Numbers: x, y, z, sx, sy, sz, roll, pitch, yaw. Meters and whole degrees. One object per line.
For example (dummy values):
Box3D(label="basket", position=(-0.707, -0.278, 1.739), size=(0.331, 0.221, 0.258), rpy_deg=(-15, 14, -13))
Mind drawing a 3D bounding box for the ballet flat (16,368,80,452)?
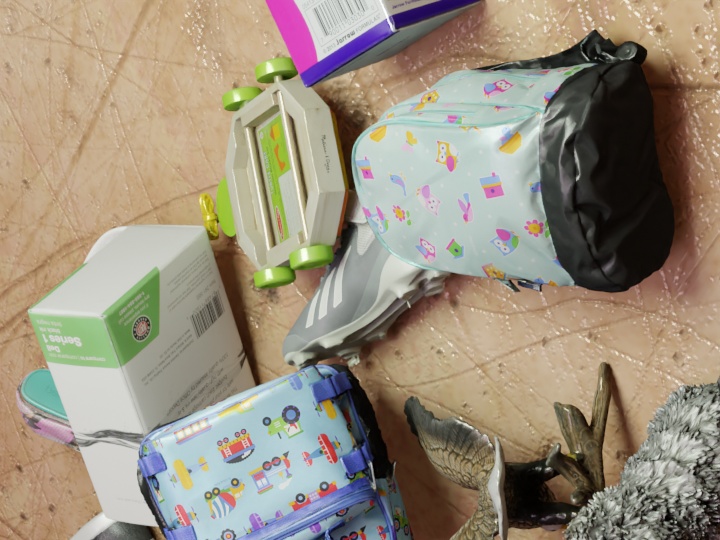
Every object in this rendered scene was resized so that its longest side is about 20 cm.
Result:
Box3D(label="ballet flat", position=(-0.214, 0.147, 1.582), size=(0.199, 0.069, 0.071), rpy_deg=(20, 146, 18))

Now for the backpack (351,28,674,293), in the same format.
Box3D(label="backpack", position=(0.095, -0.068, 1.182), size=(0.200, 0.126, 0.167), rpy_deg=(9, 116, 43))

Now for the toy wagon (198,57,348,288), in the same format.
Box3D(label="toy wagon", position=(-0.070, -0.067, 1.366), size=(0.200, 0.039, 0.156), rpy_deg=(-27, 71, 62))

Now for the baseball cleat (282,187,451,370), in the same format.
Box3D(label="baseball cleat", position=(0.000, 0.000, 1.349), size=(0.200, 0.070, 0.107), rpy_deg=(-35, 66, 42))

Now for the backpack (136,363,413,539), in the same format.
Box3D(label="backpack", position=(-0.055, 0.185, 1.309), size=(0.182, 0.135, 0.201), rpy_deg=(-20, 87, 0))

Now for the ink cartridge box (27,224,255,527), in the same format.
Box3D(label="ink cartridge box", position=(-0.164, 0.085, 1.432), size=(0.084, 0.146, 0.201), rpy_deg=(2, 120, 32))

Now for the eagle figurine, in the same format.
Box3D(label="eagle figurine", position=(0.094, 0.166, 1.279), size=(0.200, 0.152, 0.151), rpy_deg=(-16, 116, 39))

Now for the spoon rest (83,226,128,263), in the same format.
Box3D(label="spoon rest", position=(-0.221, 0.035, 1.553), size=(0.200, 0.061, 0.100), rpy_deg=(-41, 79, 44))

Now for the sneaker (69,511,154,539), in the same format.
Box3D(label="sneaker", position=(-0.247, 0.307, 1.676), size=(0.112, 0.073, 0.200), rpy_deg=(56, 132, 12))

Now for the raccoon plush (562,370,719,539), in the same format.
Box3D(label="raccoon plush", position=(0.200, 0.116, 1.153), size=(0.097, 0.134, 0.201), rpy_deg=(22, 121, 36))

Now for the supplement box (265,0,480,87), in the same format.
Box3D(label="supplement box", position=(-0.019, -0.245, 1.230), size=(0.101, 0.103, 0.200), rpy_deg=(-25, 90, 45))
